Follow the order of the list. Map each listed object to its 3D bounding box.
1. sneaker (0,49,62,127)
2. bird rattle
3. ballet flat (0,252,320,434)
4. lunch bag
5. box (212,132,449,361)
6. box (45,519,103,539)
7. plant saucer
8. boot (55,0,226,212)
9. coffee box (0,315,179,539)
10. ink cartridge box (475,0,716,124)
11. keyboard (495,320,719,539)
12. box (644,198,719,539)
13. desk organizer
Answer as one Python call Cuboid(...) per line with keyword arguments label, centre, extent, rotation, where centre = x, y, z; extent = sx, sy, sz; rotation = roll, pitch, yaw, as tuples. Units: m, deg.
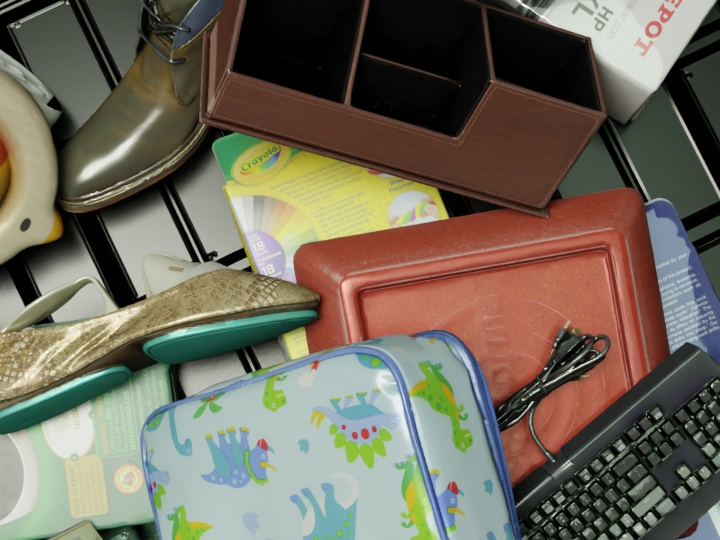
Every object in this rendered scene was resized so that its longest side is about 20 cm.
Cuboid(label="sneaker", centre=(-0.289, -0.083, 0.951), extent=(0.200, 0.081, 0.147), rotation=(28, 101, -9))
Cuboid(label="bird rattle", centre=(-0.248, -0.057, 0.895), extent=(0.163, 0.113, 0.200), rotation=(-18, 110, -12))
Cuboid(label="ballet flat", centre=(-0.123, 0.027, 0.891), extent=(0.200, 0.071, 0.065), rotation=(-18, 74, -1))
Cuboid(label="lunch bag", centre=(-0.017, 0.124, 0.854), extent=(0.200, 0.082, 0.161), rotation=(-20, 83, 39))
Cuboid(label="box", centre=(0.000, 0.000, 0.952), extent=(0.117, 0.048, 0.200), rotation=(-21, 87, -3))
Cuboid(label="box", centre=(-0.168, 0.268, 0.875), extent=(0.176, 0.097, 0.200), rotation=(-38, 84, 11))
Cuboid(label="plant saucer", centre=(0.077, 0.067, 0.907), extent=(0.200, 0.037, 0.200), rotation=(-10, 90, -2))
Cuboid(label="boot", centre=(-0.113, -0.125, 0.929), extent=(0.200, 0.097, 0.075), rotation=(-45, 55, -9))
Cuboid(label="coffee box", centre=(-0.201, 0.094, 0.940), extent=(0.200, 0.044, 0.123), rotation=(-9, 84, -2))
Cuboid(label="ink cartridge box", centre=(0.118, -0.202, 0.955), extent=(0.200, 0.084, 0.145), rotation=(34, 83, 3))
Cuboid(label="keyboard", centre=(0.111, 0.111, 0.881), extent=(0.200, 0.021, 0.127), rotation=(-41, 92, -3))
Cuboid(label="box", centre=(0.163, 0.071, 0.952), extent=(0.121, 0.032, 0.200), rotation=(-23, 87, -3))
Cuboid(label="desk organizer", centre=(0.023, -0.102, 0.874), extent=(0.200, 0.077, 0.072), rotation=(14, 44, -17))
